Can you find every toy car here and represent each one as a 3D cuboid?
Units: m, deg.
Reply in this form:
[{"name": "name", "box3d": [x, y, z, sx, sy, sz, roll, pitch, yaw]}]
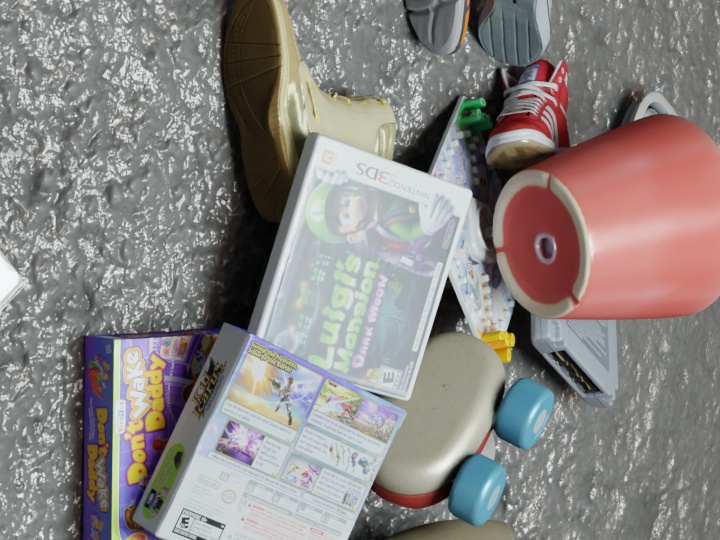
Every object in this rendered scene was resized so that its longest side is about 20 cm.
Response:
[{"name": "toy car", "box3d": [0.072, 0.174, 1.754, 0.178, 0.183, 0.201, -54, 156, -27]}]

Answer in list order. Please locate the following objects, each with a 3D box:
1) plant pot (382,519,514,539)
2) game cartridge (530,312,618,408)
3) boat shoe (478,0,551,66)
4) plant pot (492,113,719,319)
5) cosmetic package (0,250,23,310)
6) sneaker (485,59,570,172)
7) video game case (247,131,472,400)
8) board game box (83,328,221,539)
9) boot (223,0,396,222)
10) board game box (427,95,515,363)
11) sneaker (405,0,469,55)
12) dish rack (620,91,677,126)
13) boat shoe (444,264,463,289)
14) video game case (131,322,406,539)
[{"name": "plant pot", "box3d": [0.055, 0.324, 1.725, 0.133, 0.200, 0.203, 12, 84, -9]}, {"name": "game cartridge", "box3d": [0.221, 0.047, 1.903, 0.200, 0.040, 0.135, 44, 45, -54]}, {"name": "boat shoe", "box3d": [0.160, -0.267, 1.776, 0.200, 0.073, 0.067, 96, 17, -71]}, {"name": "plant pot", "box3d": [0.236, -0.039, 1.755, 0.176, 0.200, 0.203, -12, 103, -34]}, {"name": "cosmetic package", "box3d": [-0.347, -0.041, 1.315, 0.081, 0.112, 0.201, -50, 128, -29]}, {"name": "sneaker", "box3d": [0.165, -0.159, 1.815, 0.200, 0.070, 0.114, 6, 80, -73]}, {"name": "video game case", "box3d": [0.000, 0.000, 1.617, 0.181, 0.023, 0.202, 17, 90, -35]}, {"name": "board game box", "box3d": [-0.168, 0.154, 1.555, 0.133, 0.045, 0.203, -2, 95, -42]}, {"name": "boot", "box3d": [-0.041, -0.155, 1.643, 0.155, 0.072, 0.202, -17, 99, -47]}, {"name": "board game box", "box3d": [0.122, -0.041, 1.791, 0.201, 0.026, 0.201, 66, 27, -27]}, {"name": "sneaker", "box3d": [0.102, -0.310, 1.766, 0.111, 0.077, 0.203, -9, 101, -43]}, {"name": "dish rack", "box3d": [0.326, -0.082, 2.040, 0.200, 0.043, 0.173, 40, 65, -40]}, {"name": "boat shoe", "box3d": [0.018, -0.024, 1.716, 0.199, 0.068, 0.076, 14, 84, -45]}, {"name": "video game case", "box3d": [-0.074, 0.165, 1.562, 0.199, 0.045, 0.183, 29, 85, -40]}]
